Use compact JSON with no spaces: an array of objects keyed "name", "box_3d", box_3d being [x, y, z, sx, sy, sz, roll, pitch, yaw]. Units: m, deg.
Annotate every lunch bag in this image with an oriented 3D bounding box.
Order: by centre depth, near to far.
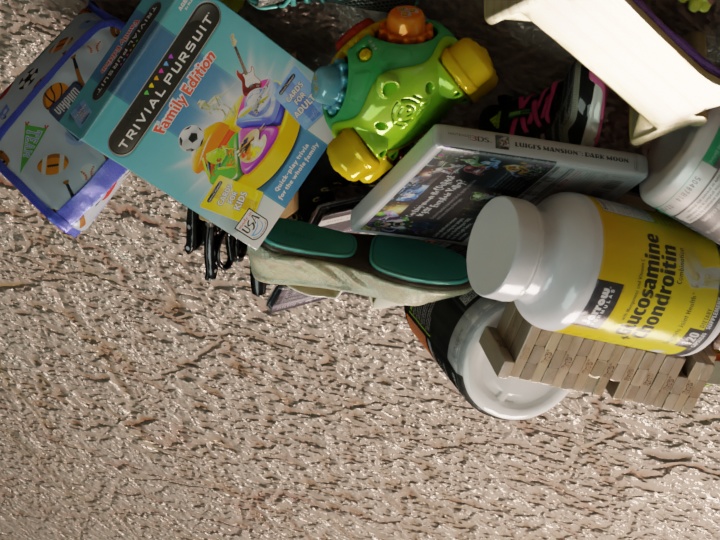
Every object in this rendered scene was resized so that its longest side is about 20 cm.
[{"name":"lunch bag","box_3d":[-0.234,-0.130,1.382,0.124,0.170,0.200,43,179,-32]}]

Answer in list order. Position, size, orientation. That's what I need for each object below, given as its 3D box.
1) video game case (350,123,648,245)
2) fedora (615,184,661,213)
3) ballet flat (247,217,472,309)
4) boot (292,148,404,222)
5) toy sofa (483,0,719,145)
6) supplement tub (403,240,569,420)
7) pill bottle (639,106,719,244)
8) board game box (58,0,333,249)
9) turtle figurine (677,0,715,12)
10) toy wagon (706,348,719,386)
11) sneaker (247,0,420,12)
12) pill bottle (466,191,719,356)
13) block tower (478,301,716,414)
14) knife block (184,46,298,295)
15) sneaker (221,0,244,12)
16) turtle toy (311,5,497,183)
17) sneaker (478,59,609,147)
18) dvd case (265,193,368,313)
[{"name":"video game case","box_3d":[0.108,-0.063,1.314,0.182,0.023,0.200,7,161,-18]},{"name":"fedora","box_3d":[0.242,0.009,1.428,0.200,0.092,0.201,17,148,11]},{"name":"ballet flat","box_3d":[0.000,0.000,1.392,0.200,0.067,0.062,13,130,3]},{"name":"boot","box_3d":[-0.027,-0.085,1.481,0.151,0.073,0.200,-5,130,37]},{"name":"toy sofa","box_3d":[0.185,-0.182,1.158,0.098,0.083,0.200,-23,139,38]},{"name":"supplement tub","box_3d":[0.113,0.042,1.456,0.123,0.123,0.200,43,-175,-28]},{"name":"pill bottle","box_3d":[0.331,-0.058,1.258,0.200,0.113,0.113,28,147,-7]},{"name":"board game box","box_3d":[-0.119,-0.127,1.296,0.200,0.151,0.047,33,-178,-41]},{"name":"turtle figurine","box_3d":[0.244,-0.247,1.081,0.200,0.064,0.161,22,156,-15]},{"name":"toy wagon","box_3d":[0.254,0.083,1.515,0.200,0.040,0.155,9,-179,22]},{"name":"sneaker","box_3d":[-0.052,-0.233,1.258,0.200,0.091,0.078,19,144,5]},{"name":"pill bottle","box_3d":[0.191,0.000,1.281,0.200,0.112,0.112,11,153,-24]},{"name":"block tower","box_3d":[0.204,0.071,1.350,0.200,0.054,0.058,11,117,-22]},{"name":"knife block","box_3d":[-0.089,-0.075,1.418,0.200,0.064,0.176,-38,90,39]},{"name":"sneaker","box_3d":[-0.184,-0.273,1.304,0.082,0.074,0.200,-11,134,45]},{"name":"turtle toy","box_3d":[0.026,-0.148,1.269,0.101,0.146,0.200,53,-173,3]},{"name":"sneaker","box_3d":[0.144,-0.117,1.323,0.087,0.074,0.200,19,153,-5]},{"name":"dvd case","box_3d":[0.001,-0.025,1.515,0.149,0.016,0.200,-14,159,-25]}]
